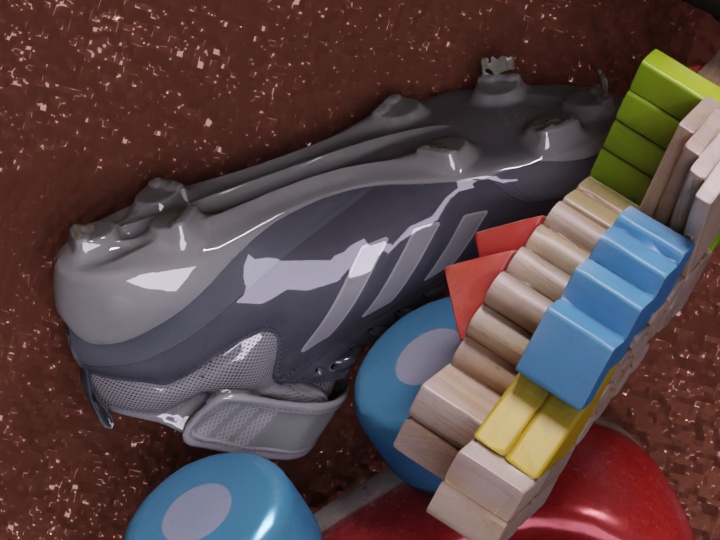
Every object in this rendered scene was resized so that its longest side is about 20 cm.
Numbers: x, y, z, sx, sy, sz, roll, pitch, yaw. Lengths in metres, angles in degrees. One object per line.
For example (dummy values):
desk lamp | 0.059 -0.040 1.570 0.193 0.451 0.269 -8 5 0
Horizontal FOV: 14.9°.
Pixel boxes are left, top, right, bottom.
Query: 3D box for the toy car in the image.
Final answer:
toy car | 0.049 0.147 0.858 0.177 0.200 0.185 -33 124 -2

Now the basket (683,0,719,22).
basket | 0.060 -0.178 0.820 0.199 0.136 0.181 11 109 -28

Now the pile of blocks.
pile of blocks | 0.069 -0.011 0.826 0.062 0.082 0.200 32 62 13

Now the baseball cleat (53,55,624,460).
baseball cleat | 0.000 0.000 0.919 0.199 0.070 0.107 -15 118 -2
